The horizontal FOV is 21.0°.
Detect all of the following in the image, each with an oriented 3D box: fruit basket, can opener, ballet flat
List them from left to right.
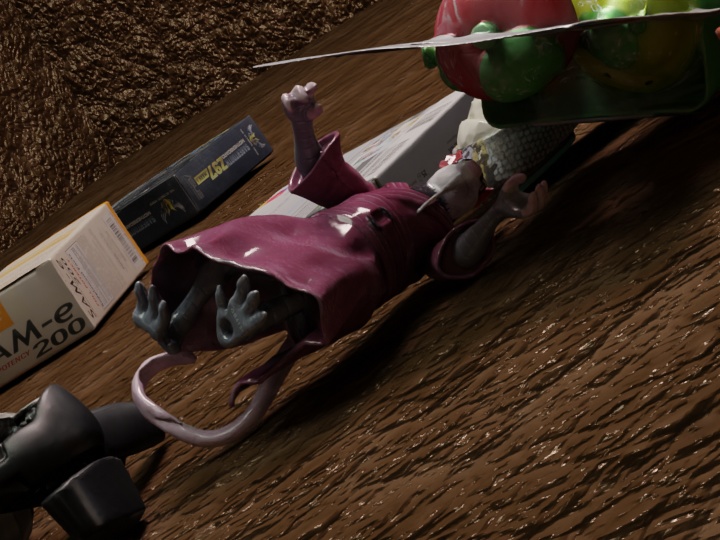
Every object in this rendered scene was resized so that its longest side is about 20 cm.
[{"bbox_3d":[-0.136,0.091,0.922,0.063,0.079,0.200,-27,-1,3],"label":"can opener"},{"bbox_3d":[0.082,-0.103,0.897,0.184,0.095,0.199,-2,13,41],"label":"fruit basket"},{"bbox_3d":[0.103,-0.097,1.045,0.200,0.072,0.072,-36,10,-13],"label":"ballet flat"}]

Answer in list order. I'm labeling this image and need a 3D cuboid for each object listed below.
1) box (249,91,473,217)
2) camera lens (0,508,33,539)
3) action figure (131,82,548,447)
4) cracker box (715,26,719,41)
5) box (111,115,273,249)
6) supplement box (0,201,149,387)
[{"bbox_3d":[-0.016,-0.040,1.243,0.199,0.041,0.156,-25,13,38],"label":"box"},{"bbox_3d":[-0.271,0.121,0.938,0.200,0.161,0.160,-38,10,-24],"label":"camera lens"},{"bbox_3d":[0.000,0.000,0.928,0.199,0.134,0.150,-26,-41,-41],"label":"action figure"},{"bbox_3d":[0.236,-0.115,0.715,0.134,0.058,0.200,-37,9,-13],"label":"cracker box"},{"bbox_3d":[-0.202,-0.070,1.990,0.199,0.051,0.158,-28,11,36],"label":"box"},{"bbox_3d":[-0.273,0.023,1.697,0.125,0.074,0.200,-31,10,15],"label":"supplement box"}]
